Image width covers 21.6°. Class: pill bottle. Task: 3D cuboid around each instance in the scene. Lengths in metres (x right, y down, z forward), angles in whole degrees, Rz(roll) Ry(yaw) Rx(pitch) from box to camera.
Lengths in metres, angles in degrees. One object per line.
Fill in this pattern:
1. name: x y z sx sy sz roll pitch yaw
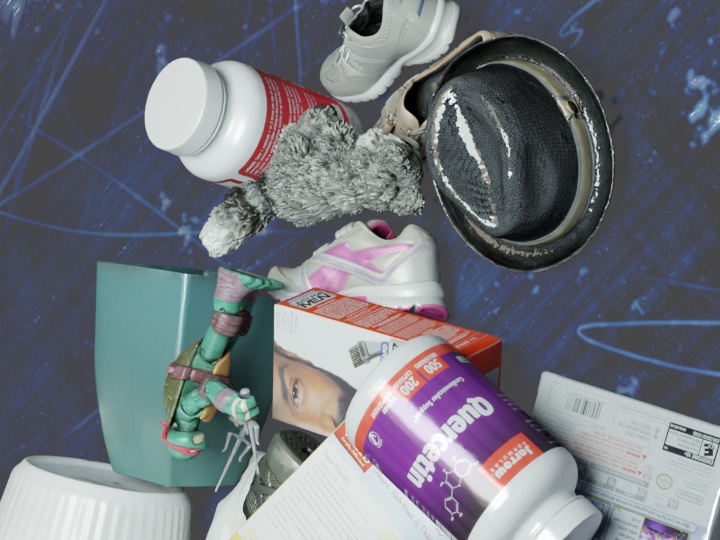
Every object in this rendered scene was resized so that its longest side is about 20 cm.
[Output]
1. pill bottle: 0.089 0.150 1.465 0.200 0.112 0.113 42 108 23
2. pill bottle: -0.098 -0.128 1.753 0.112 0.199 0.113 -15 68 41

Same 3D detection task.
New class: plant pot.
1. plant pot: -0.165 0.101 1.804 0.141 0.141 0.202 6 91 46

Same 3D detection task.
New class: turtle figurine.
1. turtle figurine: -0.123 0.099 1.666 0.150 0.100 0.202 -155 80 -82

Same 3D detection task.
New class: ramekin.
1. ramekin: -0.251 0.238 1.793 0.201 0.201 0.095 12 90 46

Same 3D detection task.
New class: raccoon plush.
1. raccoon plush: -0.030 -0.055 1.669 0.200 0.097 0.134 -49 38 -5

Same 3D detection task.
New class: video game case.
1. video game case: 0.202 0.191 1.473 0.199 0.045 0.183 16 89 46

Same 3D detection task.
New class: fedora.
1. fedora: 0.113 -0.096 1.574 0.199 0.091 0.203 4 97 36

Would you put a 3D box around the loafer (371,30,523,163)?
1. loafer: 0.064 -0.156 1.697 0.200 0.063 0.072 -35 56 33

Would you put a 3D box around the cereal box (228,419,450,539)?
1. cereal box: -0.017 0.231 1.574 0.200 0.039 0.144 -46 72 20

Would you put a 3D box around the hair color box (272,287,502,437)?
1. hair color box: 0.020 0.094 1.616 0.199 0.064 0.112 15 112 35

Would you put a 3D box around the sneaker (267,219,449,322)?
1. sneaker: 0.000 0.000 1.712 0.199 0.081 0.089 0 77 36

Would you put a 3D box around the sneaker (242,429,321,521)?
1. sneaker: -0.030 0.245 1.653 0.199 0.076 0.115 44 116 22

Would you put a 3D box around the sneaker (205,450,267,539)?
1. sneaker: -0.121 0.263 1.766 0.201 0.075 0.088 -59 34 5

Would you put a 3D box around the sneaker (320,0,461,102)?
1. sneaker: 0.011 -0.217 1.731 0.200 0.082 0.075 -27 42 56
